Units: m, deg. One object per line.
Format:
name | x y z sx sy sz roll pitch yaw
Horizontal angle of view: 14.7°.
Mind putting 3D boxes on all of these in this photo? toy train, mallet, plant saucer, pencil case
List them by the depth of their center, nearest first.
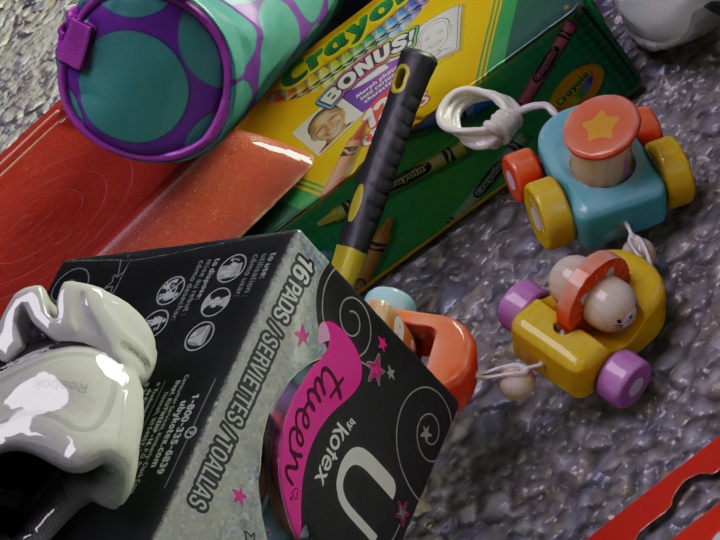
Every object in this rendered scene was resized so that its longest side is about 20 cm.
toy train | 0.058 -0.013 1.158 0.150 0.056 0.200 12 53 16
mallet | 0.000 0.000 1.223 0.066 0.041 0.201 23 90 50
pencil case | -0.070 -0.121 1.297 0.085 0.092 0.200 -57 -2 27
plant saucer | -0.147 -0.012 1.311 0.200 0.037 0.199 -46 31 -20

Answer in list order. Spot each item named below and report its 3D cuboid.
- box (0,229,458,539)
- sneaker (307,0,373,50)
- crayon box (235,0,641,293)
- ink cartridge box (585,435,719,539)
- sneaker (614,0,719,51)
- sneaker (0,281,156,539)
box | -0.070 0.101 1.022 0.132 0.115 0.200 -6 49 41
sneaker | 0.014 -0.182 1.384 0.200 0.084 0.075 -46 23 35
crayon box | 0.024 -0.075 1.314 0.200 0.058 0.119 -37 33 10
ink cartridge box | 0.137 0.116 0.992 0.162 0.057 0.200 -38 38 8
sneaker | 0.128 -0.174 1.290 0.074 0.087 0.200 -32 36 12
sneaker | -0.158 0.080 0.975 0.200 0.075 0.081 -29 45 20
